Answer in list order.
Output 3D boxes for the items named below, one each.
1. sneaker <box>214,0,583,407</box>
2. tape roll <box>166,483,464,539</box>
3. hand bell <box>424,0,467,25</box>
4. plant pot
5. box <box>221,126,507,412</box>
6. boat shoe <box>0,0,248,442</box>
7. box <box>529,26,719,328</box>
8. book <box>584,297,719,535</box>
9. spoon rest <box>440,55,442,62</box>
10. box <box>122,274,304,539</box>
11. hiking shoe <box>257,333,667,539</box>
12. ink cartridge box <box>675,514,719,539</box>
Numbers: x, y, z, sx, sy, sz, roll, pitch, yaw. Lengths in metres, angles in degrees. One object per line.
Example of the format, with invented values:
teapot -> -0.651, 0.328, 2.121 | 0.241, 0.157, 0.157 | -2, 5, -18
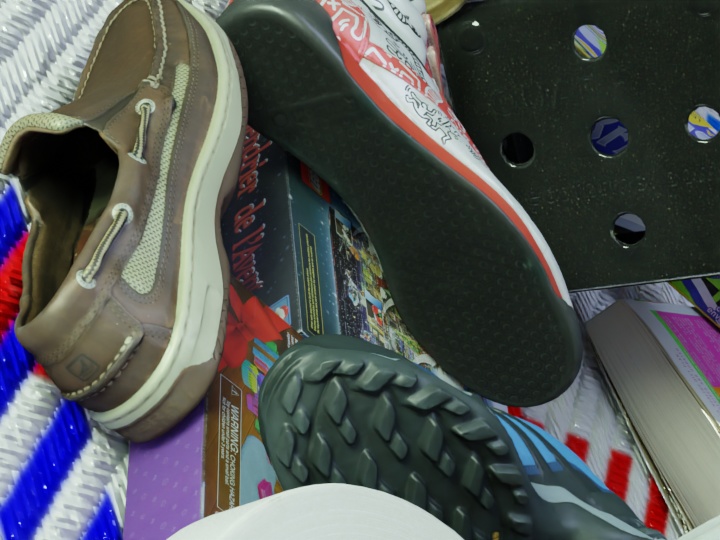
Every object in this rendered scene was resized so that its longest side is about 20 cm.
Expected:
sneaker -> 0.027, -0.046, 1.024 | 0.201, 0.067, 0.108 | 48, 28, -11
tape roll -> -0.002, 0.164, 0.756 | 0.202, 0.037, 0.204 | 25, 55, -42
hand bell -> -0.003, -0.209, 1.112 | 0.104, 0.104, 0.201 | 33, 45, -42
plant pot -> 0.133, -0.086, 1.163 | 0.177, 0.199, 0.200 | -43, 123, -61
box -> 0.000, 0.000, 1.049 | 0.136, 0.038, 0.201 | 39, 28, -33
boat shoe -> -0.086, -0.038, 0.891 | 0.075, 0.075, 0.203 | 32, 32, -30
box -> 0.142, -0.060, 1.331 | 0.200, 0.064, 0.070 | 41, 21, -13
book -> 0.195, 0.079, 1.319 | 0.200, 0.048, 0.134 | 8, 49, -62
spoon rest -> 0.018, -0.124, 1.217 | 0.099, 0.061, 0.200 | 47, 25, -13
box -> -0.020, 0.105, 0.869 | 0.137, 0.039, 0.200 | 43, 26, -30
hiking shoe -> 0.028, 0.076, 0.889 | 0.200, 0.074, 0.087 | 37, 5, -37
ink cartridge box -> 0.139, 0.202, 0.916 | 0.083, 0.145, 0.201 | 36, 30, -40
